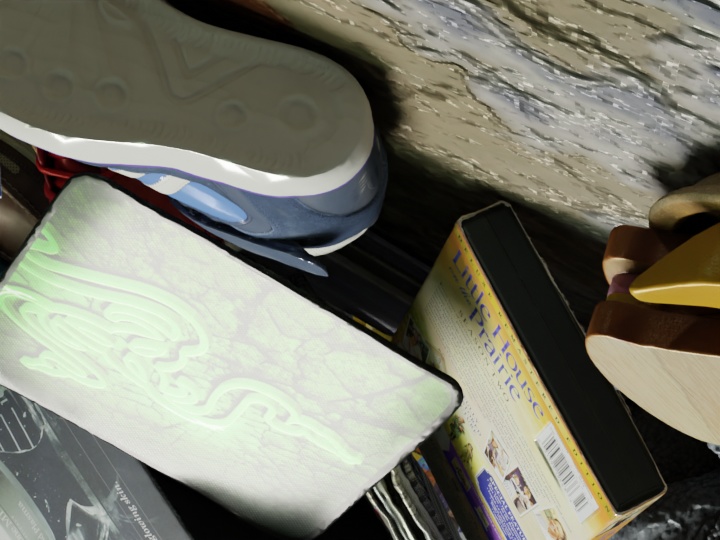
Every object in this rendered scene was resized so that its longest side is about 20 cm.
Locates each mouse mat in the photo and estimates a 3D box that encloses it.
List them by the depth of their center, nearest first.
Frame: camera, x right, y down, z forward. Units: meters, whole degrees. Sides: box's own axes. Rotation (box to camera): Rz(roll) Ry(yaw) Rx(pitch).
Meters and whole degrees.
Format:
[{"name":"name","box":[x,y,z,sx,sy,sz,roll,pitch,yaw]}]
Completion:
[{"name":"mouse mat","box":[-0.072,0.047,0.862,0.199,0.008,0.161,31,135,-12]}]

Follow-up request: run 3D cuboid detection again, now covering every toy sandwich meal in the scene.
[{"name":"toy sandwich meal","box":[0.171,0.031,0.659,0.204,0.071,0.205,25,171,4]}]

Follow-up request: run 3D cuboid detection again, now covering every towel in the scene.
[{"name":"towel","box":[0.021,0.107,1.006,0.193,0.034,0.200,62,-179,-23]}]

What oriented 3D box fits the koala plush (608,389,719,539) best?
[{"name":"koala plush","box":[0.157,0.129,0.998,0.200,0.184,0.177,32,178,45]}]

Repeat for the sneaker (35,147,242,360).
[{"name":"sneaker","box":[-0.118,-0.027,0.872,0.078,0.116,0.200,11,151,32]}]

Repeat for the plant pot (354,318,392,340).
[{"name":"plant pot","box":[-0.069,0.100,1.354,0.199,0.201,0.176,20,-178,26]}]

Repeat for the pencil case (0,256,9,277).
[{"name":"pencil case","box":[-0.270,-0.011,1.103,0.200,0.092,0.085,39,171,27]}]

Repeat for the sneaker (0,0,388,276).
[{"name":"sneaker","box":[-0.084,-0.060,0.791,0.199,0.081,0.147,19,166,5]}]

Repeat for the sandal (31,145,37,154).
[{"name":"sandal","box":[-0.155,-0.072,0.993,0.199,0.055,0.082,23,171,7]}]

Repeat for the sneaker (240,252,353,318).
[{"name":"sneaker","box":[-0.056,0.019,1.145,0.075,0.093,0.200,7,-164,21]}]

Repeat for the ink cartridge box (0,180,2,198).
[{"name":"ink cartridge box","box":[-0.219,-0.058,0.848,0.093,0.045,0.200,-5,-170,-16]}]

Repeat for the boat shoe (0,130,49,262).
[{"name":"boat shoe","box":[-0.230,-0.051,1.043,0.202,0.075,0.075,39,136,15]}]

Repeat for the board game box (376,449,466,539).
[{"name":"board game box","box":[0.025,0.118,1.173,0.034,0.136,0.199,19,-177,43]}]

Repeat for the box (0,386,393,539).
[{"name":"box","box":[-0.121,0.132,1.027,0.196,0.124,0.201,-35,88,42]}]

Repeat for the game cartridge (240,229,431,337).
[{"name":"game cartridge","box":[0.000,0.000,1.061,0.199,0.039,0.129,30,174,-28]}]

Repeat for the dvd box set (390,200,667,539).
[{"name":"dvd box set","box":[0.068,0.070,0.895,0.147,0.029,0.200,61,161,15]}]
